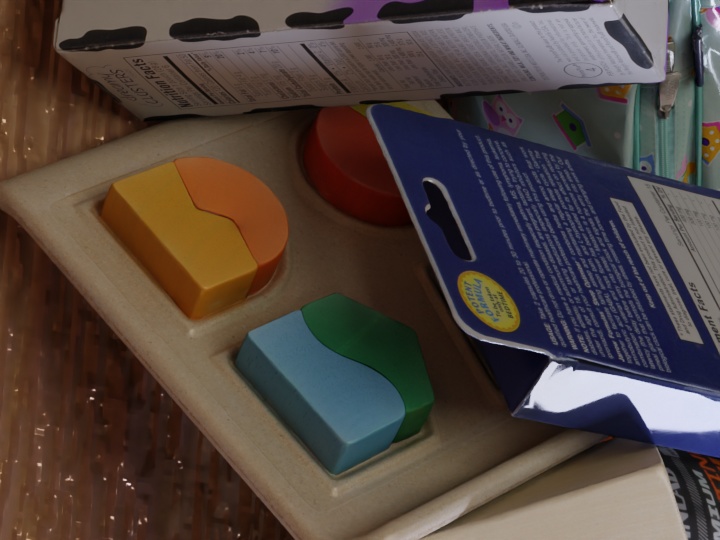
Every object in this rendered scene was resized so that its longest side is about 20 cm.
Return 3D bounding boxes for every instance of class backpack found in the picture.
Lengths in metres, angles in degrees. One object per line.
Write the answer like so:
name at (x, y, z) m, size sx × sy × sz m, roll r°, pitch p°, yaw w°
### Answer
backpack at (0.102, -0.090, 1.060) m, size 0.126 × 0.167 × 0.201 m, roll -21°, pitch 127°, yaw -24°

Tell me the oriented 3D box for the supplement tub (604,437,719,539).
supplement tub at (0.096, 0.113, 1.049) m, size 0.199 × 0.107 × 0.107 m, roll 13°, pitch 73°, yaw -37°

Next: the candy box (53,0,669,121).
candy box at (0.004, -0.146, 0.963) m, size 0.072 × 0.199 × 0.169 m, roll 41°, pitch 50°, yaw -61°

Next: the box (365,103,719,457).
box at (0.093, 0.009, 0.949) m, size 0.199 × 0.032 × 0.121 m, roll 14°, pitch 35°, yaw -30°

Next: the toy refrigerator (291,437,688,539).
toy refrigerator at (0.014, 0.122, 0.932) m, size 0.199 × 0.070 × 0.076 m, roll -18°, pitch 97°, yaw 4°

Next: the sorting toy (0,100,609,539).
sorting toy at (0.000, 0.000, 0.966) m, size 0.185 × 0.037 × 0.200 m, roll -24°, pitch 56°, yaw -40°
